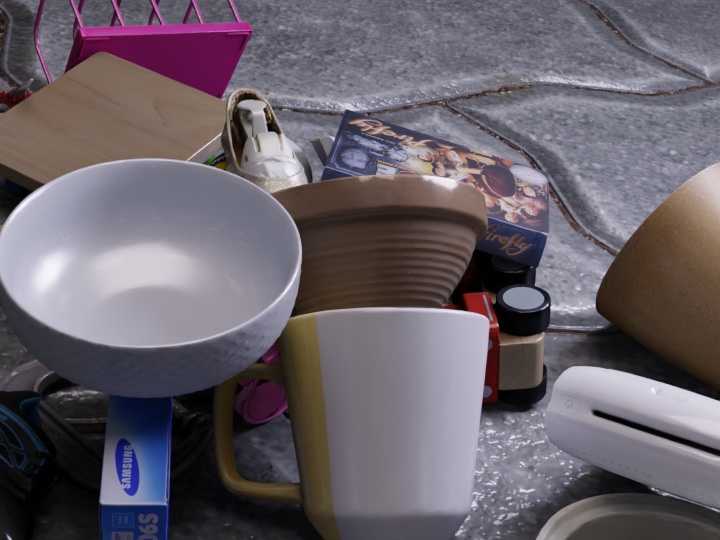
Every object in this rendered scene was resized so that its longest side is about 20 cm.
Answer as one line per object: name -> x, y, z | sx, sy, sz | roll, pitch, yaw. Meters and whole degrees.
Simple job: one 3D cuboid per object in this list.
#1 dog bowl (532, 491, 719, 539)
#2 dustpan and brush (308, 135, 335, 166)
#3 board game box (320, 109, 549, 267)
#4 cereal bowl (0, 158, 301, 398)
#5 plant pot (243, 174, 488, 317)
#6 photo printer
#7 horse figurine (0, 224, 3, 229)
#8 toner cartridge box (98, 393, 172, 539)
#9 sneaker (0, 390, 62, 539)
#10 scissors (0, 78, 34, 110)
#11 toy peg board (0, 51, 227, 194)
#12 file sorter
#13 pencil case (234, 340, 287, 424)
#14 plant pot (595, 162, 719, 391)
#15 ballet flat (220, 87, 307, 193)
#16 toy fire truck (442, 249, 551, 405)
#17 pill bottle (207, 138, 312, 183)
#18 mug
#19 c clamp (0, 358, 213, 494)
dog bowl -> 0.199, 0.235, 0.825 | 0.199, 0.074, 0.200 | 8, 29, -4
dustpan and brush -> -0.014, -0.070, 1.271 | 0.057, 0.140, 0.200 | -20, 6, 16
board game box -> 0.068, -0.075, 1.136 | 0.199, 0.035, 0.136 | 17, 29, -2
cereal bowl -> -0.138, 0.014, 0.850 | 0.199, 0.084, 0.201 | 4, 39, -3
plant pot -> 0.000, 0.000, 0.971 | 0.200, 0.093, 0.201 | -5, -12, -1
photo printer -> 0.232, 0.127, 0.922 | 0.166, 0.070, 0.200 | 16, -6, 32
horse figurine -> -0.340, -0.017, 1.093 | 0.199, 0.050, 0.133 | 4, 12, 4
toner cartridge box -> -0.149, 0.113, 0.868 | 0.043, 0.095, 0.200 | 1, 38, -8
sneaker -> -0.235, 0.137, 0.847 | 0.081, 0.074, 0.200 | -5, 33, -23
scissors -> -0.363, -0.181, 1.324 | 0.073, 0.014, 0.200 | -3, 3, -8
toy peg board -> -0.246, -0.103, 1.271 | 0.199, 0.098, 0.199 | 24, 47, 25
file sorter -> -0.251, -0.266, 1.440 | 0.199, 0.139, 0.126 | -9, 62, -31
pencil case -> -0.133, 0.034, 1.017 | 0.200, 0.091, 0.094 | 35, 33, 22
plant pot -> 0.347, 0.035, 1.144 | 0.186, 0.187, 0.200 | -19, 54, -42
ballet flat -> -0.088, -0.100, 1.089 | 0.067, 0.063, 0.200 | -7, 31, -16
toy fire truck -> 0.055, 0.025, 1.114 | 0.199, 0.129, 0.176 | -4, 31, -2
pill bottle -> -0.104, -0.046, 1.172 | 0.114, 0.115, 0.200 | 11, 29, 1
mug -> 0.005, 0.114, 0.896 | 0.149, 0.154, 0.186 | 6, -12, -41
c clamp -> -0.184, 0.096, 0.984 | 0.170, 0.027, 0.200 | -17, 40, -38
